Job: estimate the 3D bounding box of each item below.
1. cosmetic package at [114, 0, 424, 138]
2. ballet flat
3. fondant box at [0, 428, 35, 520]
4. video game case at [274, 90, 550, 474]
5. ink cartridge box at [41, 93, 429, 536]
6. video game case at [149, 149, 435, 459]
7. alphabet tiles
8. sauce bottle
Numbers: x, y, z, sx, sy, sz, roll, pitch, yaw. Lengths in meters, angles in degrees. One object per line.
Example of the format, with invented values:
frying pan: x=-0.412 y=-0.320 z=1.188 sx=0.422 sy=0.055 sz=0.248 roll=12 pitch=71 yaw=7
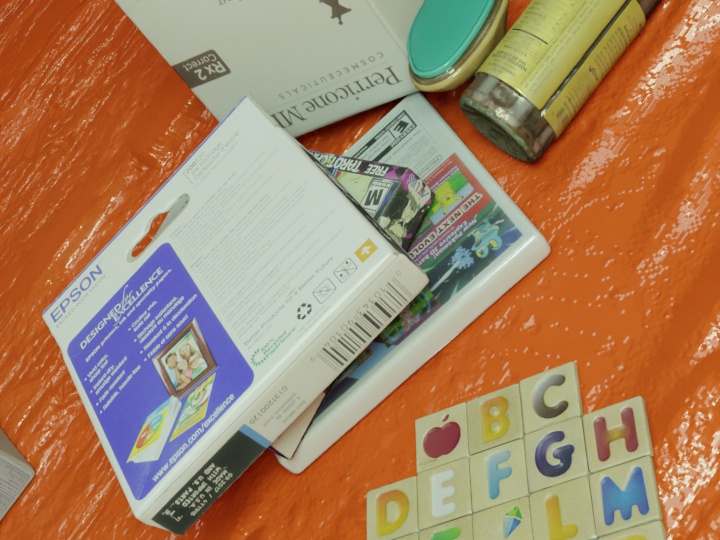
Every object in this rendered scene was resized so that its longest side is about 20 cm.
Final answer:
cosmetic package: x=-0.053 y=-0.221 z=0.852 sx=0.163 sy=0.200 sz=0.166 roll=-16 pitch=41 yaw=33
ballet flat: x=0.076 y=-0.174 z=0.815 sx=0.068 sy=0.063 sz=0.202 roll=-13 pitch=46 yaw=30
fondant box: x=-0.340 y=0.184 z=0.911 sx=0.201 sy=0.058 sz=0.144 roll=-54 pitch=40 yaw=-5
video game case: x=0.000 y=0.000 z=0.781 sx=0.200 sy=0.023 sz=0.183 roll=-41 pitch=40 yaw=7
ink cartridge box: x=-0.083 y=0.017 z=0.732 sx=0.198 sy=0.043 sz=0.200 roll=-46 pitch=43 yaw=4
video game case: x=-0.069 y=0.006 z=0.791 sx=0.199 sy=0.036 sz=0.183 roll=16 pitch=71 yaw=47
alphabet tiles: x=0.071 y=0.144 z=0.613 sx=0.165 sy=0.006 sz=0.202 roll=-24 pitch=46 yaw=27
sauce bottle: x=0.141 y=-0.158 z=0.749 sx=0.201 sy=0.065 sz=0.065 roll=-50 pitch=40 yaw=-5
